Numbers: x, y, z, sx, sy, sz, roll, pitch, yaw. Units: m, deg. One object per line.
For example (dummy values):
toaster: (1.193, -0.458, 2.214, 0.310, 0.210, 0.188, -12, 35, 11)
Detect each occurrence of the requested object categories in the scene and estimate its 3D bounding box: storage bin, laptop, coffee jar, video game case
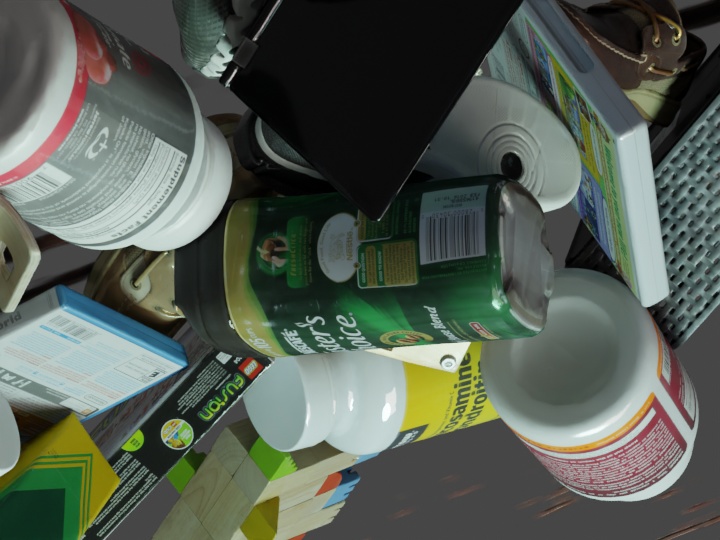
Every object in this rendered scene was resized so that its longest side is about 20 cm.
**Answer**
storage bin: (0.233, -0.064, 1.896, 0.200, 0.094, 0.135, -50, -174, 26)
laptop: (0.027, -0.145, 1.490, 0.188, 0.116, 0.200, -56, 177, 12)
coffee jar: (0.000, 0.000, 1.613, 0.199, 0.086, 0.104, -5, 166, 21)
video game case: (-0.220, 0.075, 1.728, 0.199, 0.018, 0.143, -27, 154, 18)
video game case: (0.121, -0.094, 1.708, 0.022, 0.182, 0.200, -29, 150, -7)

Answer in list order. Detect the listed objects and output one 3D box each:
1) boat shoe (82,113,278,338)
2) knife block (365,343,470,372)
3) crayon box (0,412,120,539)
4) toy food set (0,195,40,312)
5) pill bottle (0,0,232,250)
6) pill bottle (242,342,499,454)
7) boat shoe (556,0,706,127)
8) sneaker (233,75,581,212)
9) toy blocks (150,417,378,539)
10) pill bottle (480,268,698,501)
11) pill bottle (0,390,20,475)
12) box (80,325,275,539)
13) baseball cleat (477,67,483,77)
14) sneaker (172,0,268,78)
boat shoe: (-0.108, -0.002, 1.731, 0.071, 0.065, 0.200, -8, 141, -38)
knife block: (0.015, -0.023, 1.792, 0.199, 0.176, 0.064, 13, 123, -19)
crayon box: (-0.257, 0.184, 1.727, 0.199, 0.058, 0.173, -31, -167, 25)
toy food set: (-0.272, 0.011, 1.498, 0.199, 0.061, 0.144, -8, 170, -14)
pill bottle: (-0.151, -0.075, 1.533, 0.111, 0.111, 0.200, -41, 150, 11)
pill bottle: (0.025, 0.058, 1.905, 0.199, 0.112, 0.112, -14, 145, -33)
boat shoe: (0.166, -0.145, 1.802, 0.072, 0.072, 0.200, -49, 152, 11)
sneaker: (0.020, -0.072, 1.664, 0.199, 0.074, 0.112, 13, 165, -32)
toy blocks: (-0.062, 0.155, 1.995, 0.136, 0.100, 0.200, -18, 151, -46)
pill bottle: (0.152, 0.081, 1.848, 0.113, 0.113, 0.200, -36, 154, 3)
pill bottle: (-0.291, 0.126, 1.648, 0.199, 0.105, 0.104, -30, 154, 21)
box: (-0.125, 0.092, 1.817, 0.200, 0.035, 0.110, -46, -168, 20)
baseball cleat: (0.020, -0.119, 1.707, 0.106, 0.070, 0.200, -18, 145, -1)
sneaker: (-0.082, -0.169, 1.517, 0.067, 0.090, 0.200, -60, 179, -23)
